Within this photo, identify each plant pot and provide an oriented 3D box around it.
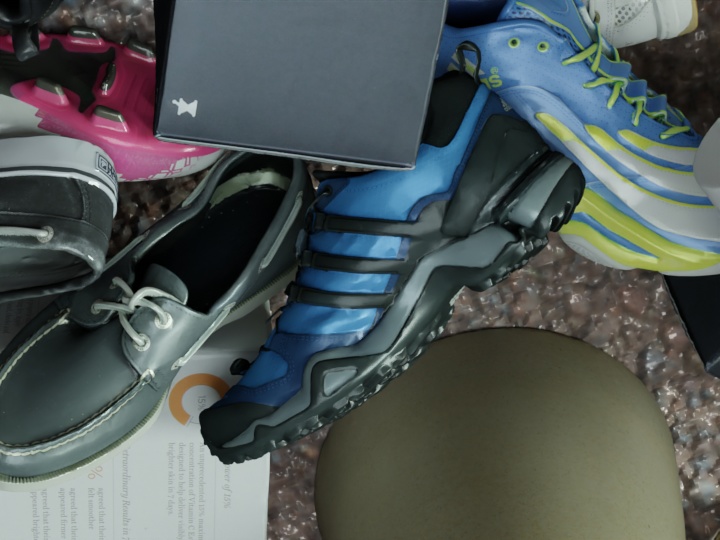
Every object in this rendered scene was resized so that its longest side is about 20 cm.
[{"bbox_3d":[0.076,0.156,0.985,0.187,0.200,0.188,-2,117,-4],"label":"plant pot"}]

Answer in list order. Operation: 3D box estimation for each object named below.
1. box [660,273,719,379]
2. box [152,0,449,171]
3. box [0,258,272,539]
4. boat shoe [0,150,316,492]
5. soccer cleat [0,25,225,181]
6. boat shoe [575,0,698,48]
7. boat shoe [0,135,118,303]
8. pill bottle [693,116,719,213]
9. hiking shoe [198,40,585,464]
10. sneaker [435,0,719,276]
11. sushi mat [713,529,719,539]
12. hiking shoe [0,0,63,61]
[{"bbox_3d":[0.280,-0.008,0.964,0.196,0.124,0.200,31,111,-17],"label":"box"},{"bbox_3d":[-0.019,-0.168,0.818,0.104,0.182,0.200,7,117,-8],"label":"box"},{"bbox_3d":[-0.143,0.068,0.977,0.200,0.098,0.125,1,116,-5],"label":"box"},{"bbox_3d":[-0.093,0.013,0.889,0.200,0.073,0.062,-41,158,-27],"label":"boat shoe"},{"bbox_3d":[-0.160,-0.064,0.932,0.200,0.070,0.086,11,132,-8],"label":"soccer cleat"},{"bbox_3d":[0.087,-0.178,0.885,0.069,0.071,0.200,-19,119,3],"label":"boat shoe"},{"bbox_3d":[-0.200,-0.004,0.899,0.199,0.068,0.074,-6,145,9],"label":"boat shoe"},{"bbox_3d":[0.220,0.012,0.843,0.104,0.104,0.200,-37,112,13],"label":"pill bottle"},{"bbox_3d":[0.000,0.000,0.890,0.200,0.074,0.087,-41,83,9],"label":"hiking shoe"},{"bbox_3d":[0.093,-0.068,0.900,0.200,0.076,0.105,17,136,12],"label":"sneaker"},{"bbox_3d":[0.153,0.217,1.081,0.012,0.096,0.200,28,112,-9],"label":"sushi mat"},{"bbox_3d":[-0.169,-0.184,0.841,0.076,0.101,0.200,-27,116,8],"label":"hiking shoe"}]
